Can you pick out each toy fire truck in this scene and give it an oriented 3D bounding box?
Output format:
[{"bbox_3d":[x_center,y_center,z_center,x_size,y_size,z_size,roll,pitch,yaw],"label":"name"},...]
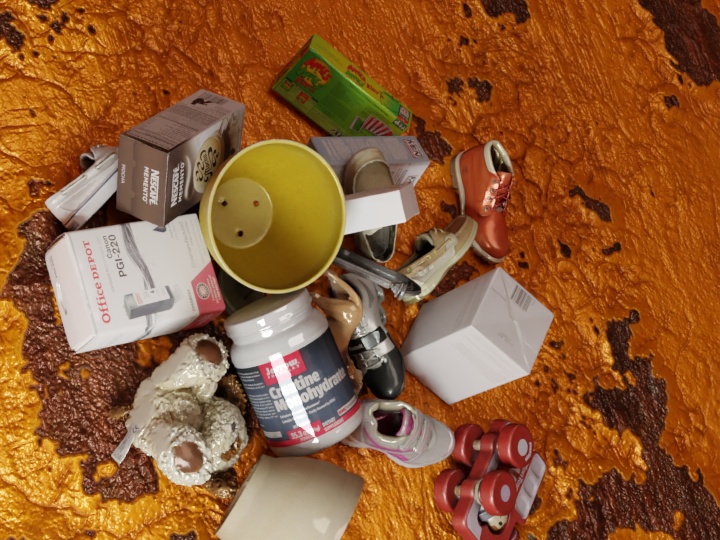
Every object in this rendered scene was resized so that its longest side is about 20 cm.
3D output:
[{"bbox_3d":[0.210,0.330,1.837,0.168,0.112,0.201,50,51,-32],"label":"toy fire truck"}]

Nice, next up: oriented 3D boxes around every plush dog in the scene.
[{"bbox_3d":[-0.216,0.204,1.578,0.172,0.160,0.201,36,49,-42],"label":"plush dog"}]

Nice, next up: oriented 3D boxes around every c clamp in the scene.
[{"bbox_3d":[0.000,0.000,1.786,0.199,0.171,0.027,23,98,-5],"label":"c clamp"}]

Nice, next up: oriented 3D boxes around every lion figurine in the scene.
[{"bbox_3d":[-0.037,0.088,1.722,0.122,0.201,0.072,27,37,14],"label":"lion figurine"}]

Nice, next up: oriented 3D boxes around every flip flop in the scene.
[{"bbox_3d":[-0.146,-0.014,1.744,0.081,0.057,0.201,39,52,-21],"label":"flip flop"}]

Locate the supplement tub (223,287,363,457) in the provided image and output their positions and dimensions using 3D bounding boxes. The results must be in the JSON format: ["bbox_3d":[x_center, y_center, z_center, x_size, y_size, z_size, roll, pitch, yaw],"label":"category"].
[{"bbox_3d":[-0.091,0.138,1.650,0.140,0.140,0.201,-31,104,-39],"label":"supplement tub"}]

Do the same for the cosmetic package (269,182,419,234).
[{"bbox_3d":[-0.023,-0.081,1.742,0.083,0.199,0.051,-40,118,-69],"label":"cosmetic package"}]

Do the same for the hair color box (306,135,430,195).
[{"bbox_3d":[-0.002,-0.151,1.866,0.199,0.099,0.061,-5,53,-36],"label":"hair color box"}]

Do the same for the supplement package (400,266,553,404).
[{"bbox_3d":[0.168,0.101,1.828,0.121,0.200,0.120,40,55,-16],"label":"supplement package"}]

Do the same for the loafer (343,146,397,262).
[{"bbox_3d":[0.026,-0.094,1.818,0.075,0.201,0.068,-25,44,-18],"label":"loafer"}]

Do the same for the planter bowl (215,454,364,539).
[{"bbox_3d":[-0.103,0.322,1.570,0.134,0.200,0.201,31,56,-3],"label":"planter bowl"}]

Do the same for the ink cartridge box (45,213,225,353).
[{"bbox_3d":[-0.298,0.014,1.613,0.199,0.085,0.147,-12,78,-35],"label":"ink cartridge box"}]

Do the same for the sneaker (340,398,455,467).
[{"bbox_3d":[0.062,0.236,1.768,0.199,0.088,0.082,15,69,-29],"label":"sneaker"}]

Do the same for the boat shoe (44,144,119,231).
[{"bbox_3d":[-0.350,-0.137,1.648,0.066,0.072,0.200,43,59,-13],"label":"boat shoe"}]

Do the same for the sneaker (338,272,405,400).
[{"bbox_3d":[0.003,0.097,1.784,0.088,0.074,0.201,14,53,-56],"label":"sneaker"}]

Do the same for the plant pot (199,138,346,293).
[{"bbox_3d":[-0.139,-0.076,1.647,0.199,0.142,0.202,-3,96,-29],"label":"plant pot"}]

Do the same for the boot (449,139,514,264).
[{"bbox_3d":[0.215,-0.115,2.008,0.075,0.107,0.201,-7,77,-38],"label":"boot"}]

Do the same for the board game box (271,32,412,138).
[{"bbox_3d":[-0.028,-0.264,1.893,0.200,0.102,0.048,36,35,-18],"label":"board game box"}]

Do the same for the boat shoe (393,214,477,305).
[{"bbox_3d":[0.117,-0.032,1.926,0.066,0.074,0.200,50,52,-14],"label":"boat shoe"}]

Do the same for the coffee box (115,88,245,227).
[{"bbox_3d":[-0.242,-0.156,1.655,0.079,0.114,0.200,21,33,17],"label":"coffee box"}]
